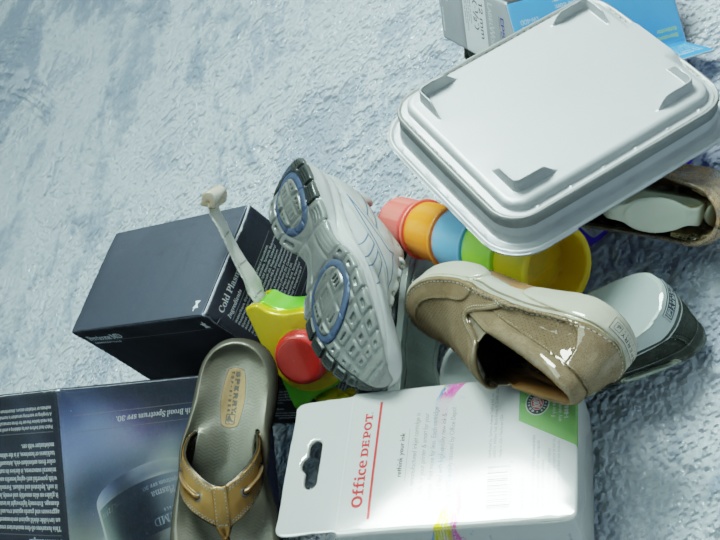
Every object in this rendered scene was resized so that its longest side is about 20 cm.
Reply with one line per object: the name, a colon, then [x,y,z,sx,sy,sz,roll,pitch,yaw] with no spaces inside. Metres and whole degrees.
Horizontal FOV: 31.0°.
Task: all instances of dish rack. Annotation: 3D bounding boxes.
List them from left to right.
dish rack: [0.131,-0.111,0.882,0.199,0.044,0.172,-30,49,-14]

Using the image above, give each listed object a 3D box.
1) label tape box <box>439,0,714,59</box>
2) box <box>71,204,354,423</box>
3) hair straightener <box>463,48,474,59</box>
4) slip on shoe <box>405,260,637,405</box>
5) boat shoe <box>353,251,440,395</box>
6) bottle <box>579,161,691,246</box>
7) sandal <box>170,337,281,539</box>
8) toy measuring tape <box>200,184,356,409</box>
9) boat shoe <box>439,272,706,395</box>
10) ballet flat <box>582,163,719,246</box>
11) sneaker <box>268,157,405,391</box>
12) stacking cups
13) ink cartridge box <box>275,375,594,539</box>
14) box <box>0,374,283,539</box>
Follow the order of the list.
label tape box: [0.166,-0.208,1.035,0.142,0.067,0.200,-17,26,-15]
box: [-0.109,0.045,1.111,0.199,0.182,0.105,-8,54,46]
hair straightener: [0.155,-0.154,1.080,0.200,0.076,0.041,38,127,47]
slip on shoe: [0.089,0.046,0.852,0.061,0.076,0.199,-46,34,-23]
boat shoe: [0.032,0.048,1.037,0.060,0.076,0.201,-12,51,37]
bottle: [0.156,-0.058,0.971,0.200,0.084,0.065,-43,3,21]
sandal: [-0.092,0.140,0.919,0.081,0.055,0.202,4,71,5]
toy measuring tape: [-0.050,0.021,0.980,0.073,0.201,0.074,-24,10,5]
boat shoe: [0.142,0.062,0.901,0.199,0.064,0.071,-19,45,42]
ballet flat: [0.161,-0.057,0.896,0.198,0.069,0.067,9,27,15]
sneaker: [0.000,0.000,0.945,0.075,0.087,0.201,-49,44,36]
stacking cups: [0.080,-0.016,0.942,0.199,0.060,0.061,16,73,58]
ink cartridge box: [0.052,0.141,0.866,0.198,0.068,0.118,-7,45,17]
box: [-0.167,0.184,0.988,0.123,0.199,0.200,-9,85,45]
